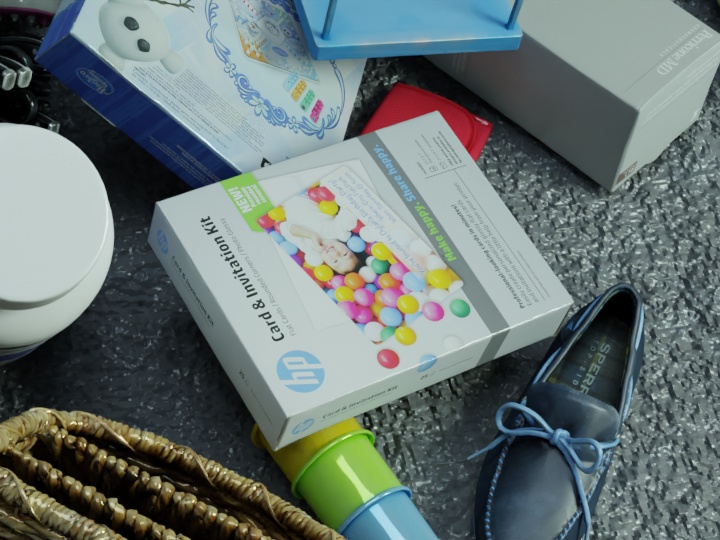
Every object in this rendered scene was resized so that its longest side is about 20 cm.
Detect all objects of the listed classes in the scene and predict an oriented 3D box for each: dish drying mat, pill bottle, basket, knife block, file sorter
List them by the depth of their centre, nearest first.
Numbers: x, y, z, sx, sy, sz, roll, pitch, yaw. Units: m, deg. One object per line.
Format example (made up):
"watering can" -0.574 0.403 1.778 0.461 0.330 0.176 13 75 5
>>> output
"basket" -0.097 0.139 0.944 0.199 0.150 0.143 25 44 11
"pill bottle" -0.199 -0.014 1.005 0.119 0.200 0.121 3 80 -19
"knife block" -0.281 -0.114 1.113 0.198 0.065 0.176 -1 15 -9
"file sorter" 0.022 -0.249 1.163 0.138 0.123 0.201 -5 54 -19
"dish drying mat" 0.014 -0.043 1.184 0.076 0.018 0.201 23 54 11

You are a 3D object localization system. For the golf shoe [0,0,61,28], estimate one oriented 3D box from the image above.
"golf shoe" -0.231 -0.214 1.194 0.075 0.092 0.200 2 16 -29

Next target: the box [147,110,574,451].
"box" 0.000 0.000 1.067 0.199 0.041 0.156 -20 62 -27

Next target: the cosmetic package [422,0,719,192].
"cosmetic package" 0.132 -0.157 1.243 0.199 0.091 0.107 35 55 22

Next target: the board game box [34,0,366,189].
"board game box" -0.088 -0.144 1.156 0.200 0.043 0.200 40 45 -26

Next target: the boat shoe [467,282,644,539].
"boat shoe" 0.113 0.086 1.070 0.084 0.069 0.201 17 53 5

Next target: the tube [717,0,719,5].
"tube" 0.279 -0.211 1.330 0.058 0.052 0.201 27 35 -42

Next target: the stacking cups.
"stacking cups" 0.016 0.150 1.015 0.060 0.061 0.200 -25 61 -24
